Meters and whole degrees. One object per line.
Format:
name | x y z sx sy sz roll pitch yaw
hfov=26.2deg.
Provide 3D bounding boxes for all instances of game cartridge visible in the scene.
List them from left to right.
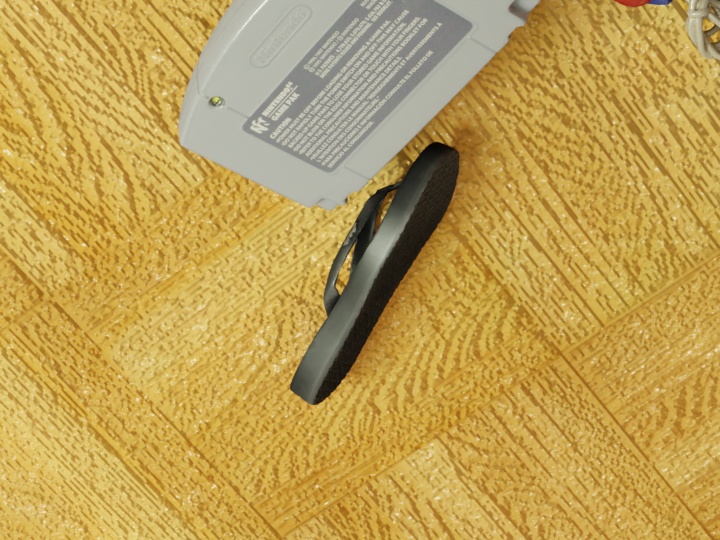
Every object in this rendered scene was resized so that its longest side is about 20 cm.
game cartridge | -0.011 -0.123 0.879 0.133 0.041 0.200 23 130 -32

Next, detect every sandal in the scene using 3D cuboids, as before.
sandal | 0.000 0.000 1.000 0.043 0.076 0.200 36 113 13

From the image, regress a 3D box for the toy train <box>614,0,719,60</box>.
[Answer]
toy train | 0.134 -0.171 0.859 0.116 0.085 0.200 -1 126 48
